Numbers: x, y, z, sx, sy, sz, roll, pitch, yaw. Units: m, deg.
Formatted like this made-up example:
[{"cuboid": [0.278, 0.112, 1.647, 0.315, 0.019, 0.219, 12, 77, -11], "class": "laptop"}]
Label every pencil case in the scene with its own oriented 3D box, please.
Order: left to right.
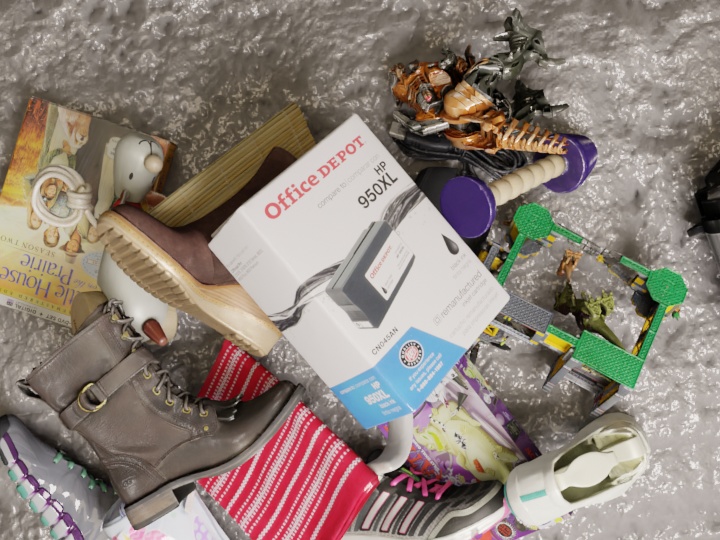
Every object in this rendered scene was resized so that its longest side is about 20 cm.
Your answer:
[{"cuboid": [-0.148, 0.273, 0.762, 0.090, 0.083, 0.201, -36, 100, -7], "class": "pencil case"}]

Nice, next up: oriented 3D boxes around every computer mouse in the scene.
[{"cuboid": [0.071, -0.041, 0.782, 0.137, 0.053, 0.202, 18, 91, 0], "class": "computer mouse"}]

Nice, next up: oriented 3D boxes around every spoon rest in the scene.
[{"cuboid": [0.005, 0.079, 0.743, 0.099, 0.060, 0.202, -22, 76, 38], "class": "spoon rest"}]

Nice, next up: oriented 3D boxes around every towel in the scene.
[{"cuboid": [-0.086, 0.177, 0.748, 0.200, 0.022, 0.145, 39, 111, 23], "class": "towel"}]

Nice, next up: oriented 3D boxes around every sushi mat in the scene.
[{"cuboid": [-0.107, -0.060, 0.747, 0.200, 0.012, 0.096, -43, 122, -23], "class": "sushi mat"}]

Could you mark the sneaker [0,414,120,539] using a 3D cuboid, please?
[{"cuboid": [-0.269, 0.211, 0.795, 0.087, 0.074, 0.201, -33, 96, -18], "class": "sneaker"}]

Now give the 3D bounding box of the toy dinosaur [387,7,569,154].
[{"cuboid": [0.109, -0.146, 0.739, 0.135, 0.102, 0.200, -32, 65, -17], "class": "toy dinosaur"}]

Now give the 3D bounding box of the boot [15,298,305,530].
[{"cuboid": [-0.166, 0.098, 0.688, 0.199, 0.069, 0.175, -34, 89, -5], "class": "boot"}]

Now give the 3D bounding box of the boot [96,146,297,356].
[{"cuboid": [-0.113, -0.041, 0.710, 0.200, 0.072, 0.167, 41, 62, -34], "class": "boot"}]

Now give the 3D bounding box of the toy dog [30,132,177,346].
[{"cuboid": [-0.197, -0.011, 0.736, 0.131, 0.096, 0.202, -29, 123, -37], "class": "toy dog"}]

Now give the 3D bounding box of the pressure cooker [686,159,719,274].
[{"cuboid": [0.397, -0.032, 0.713, 0.174, 0.179, 0.202, -21, 91, 4], "class": "pressure cooker"}]

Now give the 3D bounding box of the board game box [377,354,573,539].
[{"cuboid": [0.093, 0.163, 0.768, 0.201, 0.032, 0.120, 52, 131, 0], "class": "board game box"}]

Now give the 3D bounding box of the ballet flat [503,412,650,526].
[{"cuboid": [0.210, 0.169, 0.723, 0.199, 0.069, 0.070, -12, 91, -39], "class": "ballet flat"}]

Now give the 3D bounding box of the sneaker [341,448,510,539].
[{"cuboid": [0.039, 0.206, 0.756, 0.198, 0.074, 0.088, -16, 88, 27], "class": "sneaker"}]

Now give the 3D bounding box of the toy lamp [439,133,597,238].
[{"cuboid": [0.148, -0.081, 0.726, 0.199, 0.058, 0.059, -25, 91, -41], "class": "toy lamp"}]

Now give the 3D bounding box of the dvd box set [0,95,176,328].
[{"cuboid": [-0.278, -0.050, 0.800, 0.145, 0.029, 0.202, 18, 91, 0], "class": "dvd box set"}]

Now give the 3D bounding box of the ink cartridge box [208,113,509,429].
[{"cuboid": [0.000, 0.000, 0.661, 0.200, 0.084, 0.145, 49, 58, -4], "class": "ink cartridge box"}]

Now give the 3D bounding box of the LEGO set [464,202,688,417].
[{"cuboid": [0.189, 0.043, 0.770, 0.198, 0.116, 0.155, 20, 66, 5], "class": "LEGO set"}]
